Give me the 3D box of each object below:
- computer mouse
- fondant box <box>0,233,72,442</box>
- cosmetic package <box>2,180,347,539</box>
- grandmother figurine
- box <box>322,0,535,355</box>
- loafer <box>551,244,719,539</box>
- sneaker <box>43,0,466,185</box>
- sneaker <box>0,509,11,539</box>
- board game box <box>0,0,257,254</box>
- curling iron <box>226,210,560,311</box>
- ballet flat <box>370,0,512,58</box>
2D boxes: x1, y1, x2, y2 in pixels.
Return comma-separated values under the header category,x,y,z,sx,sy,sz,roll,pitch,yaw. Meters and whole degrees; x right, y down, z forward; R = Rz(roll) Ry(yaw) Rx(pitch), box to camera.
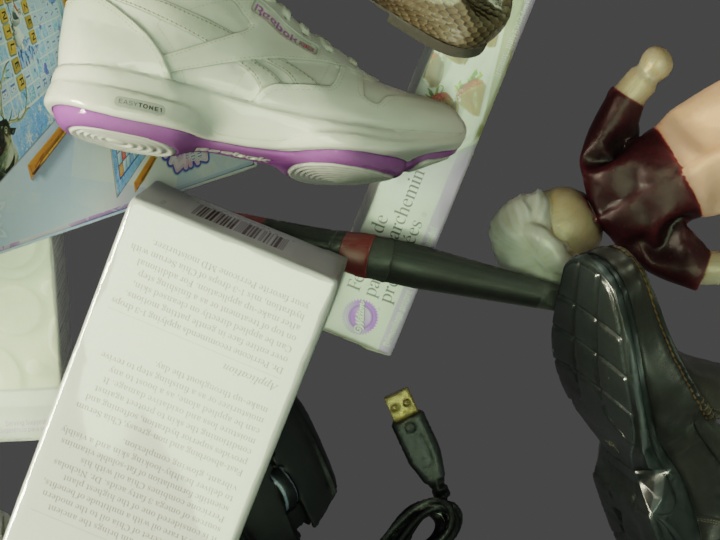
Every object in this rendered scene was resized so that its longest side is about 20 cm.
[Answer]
category,x,y,z,sx,sy,sz,roll,pitch,yaw
computer mouse,-0.029,0.080,1.015,0.140,0.046,0.201,-31,88,-29
fondant box,-0.218,-0.018,1.006,0.143,0.058,0.202,-3,102,-1
cosmetic package,-0.088,0.073,0.938,0.101,0.071,0.202,22,99,0
grandmother figurine,0.156,-0.046,1.008,0.199,0.061,0.122,-25,83,8
box,0.033,-0.059,1.009,0.038,0.041,0.202,21,101,-6
loafer,0.146,0.062,1.012,0.072,0.073,0.201,-30,130,-15
sneaker,-0.040,-0.094,0.931,0.198,0.075,0.101,10,80,-23
sneaker,-0.172,0.164,1.033,0.080,0.077,0.201,-15,123,1
board game box,-0.149,-0.118,0.931,0.198,0.041,0.202,-21,107,-39
curling iron,0.000,0.000,0.990,0.198,0.026,0.050,5,125,-8
ballet flat,-0.020,-0.158,0.930,0.199,0.068,0.046,26,133,-8
